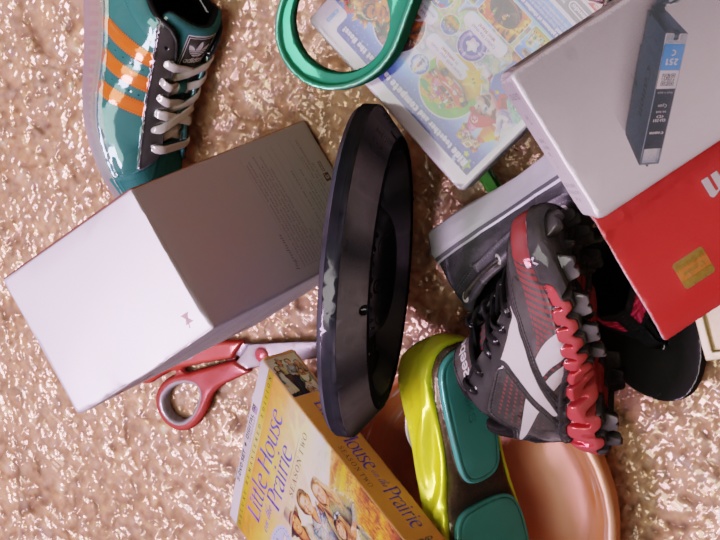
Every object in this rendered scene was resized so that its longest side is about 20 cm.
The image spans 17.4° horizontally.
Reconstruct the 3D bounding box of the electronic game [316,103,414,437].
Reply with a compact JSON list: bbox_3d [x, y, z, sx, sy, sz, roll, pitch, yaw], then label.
[{"bbox_3d":[0.000,0.000,1.417,0.041,0.200,0.201,5,108,10],"label":"electronic game"}]

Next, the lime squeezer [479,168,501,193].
[{"bbox_3d":[0.074,-0.115,1.430,0.070,0.038,0.201,14,109,30],"label":"lime squeezer"}]

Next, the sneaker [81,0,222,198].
[{"bbox_3d":[-0.131,-0.134,1.527,0.080,0.071,0.201,5,106,34],"label":"sneaker"}]

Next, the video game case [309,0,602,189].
[{"bbox_3d":[0.083,-0.167,1.392,0.200,0.018,0.143,-45,80,18],"label":"video game case"}]

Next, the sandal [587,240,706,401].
[{"bbox_3d":[0.150,-0.013,1.411,0.075,0.045,0.201,-14,97,33],"label":"sandal"}]

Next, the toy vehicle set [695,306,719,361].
[{"bbox_3d":[0.235,-0.054,1.358,0.124,0.026,0.201,-10,100,33],"label":"toy vehicle set"}]

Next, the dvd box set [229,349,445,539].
[{"bbox_3d":[-0.015,0.169,1.512,0.200,0.029,0.147,50,140,37],"label":"dvd box set"}]

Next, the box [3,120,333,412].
[{"bbox_3d":[-0.103,-0.005,1.472,0.124,0.200,0.098,-32,88,33],"label":"box"}]

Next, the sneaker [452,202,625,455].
[{"bbox_3d":[0.097,0.038,1.365,0.097,0.071,0.201,-1,141,12],"label":"sneaker"}]

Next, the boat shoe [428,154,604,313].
[{"bbox_3d":[0.122,-0.036,1.375,0.200,0.068,0.057,-32,76,42],"label":"boat shoe"}]

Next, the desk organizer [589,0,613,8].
[{"bbox_3d":[0.135,-0.253,1.311,0.077,0.072,0.201,17,105,20],"label":"desk organizer"}]

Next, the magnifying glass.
[{"bbox_3d":[0.028,-0.186,1.389,0.200,0.022,0.080,-43,80,17],"label":"magnifying glass"}]

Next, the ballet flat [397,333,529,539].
[{"bbox_3d":[0.060,0.136,1.464,0.067,0.067,0.201,0,103,52],"label":"ballet flat"}]

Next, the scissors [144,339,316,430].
[{"bbox_3d":[-0.078,0.052,1.585,0.199,0.014,0.074,-24,90,35],"label":"scissors"}]

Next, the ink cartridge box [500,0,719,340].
[{"bbox_3d":[0.205,-0.086,1.280,0.199,0.045,0.177,-33,96,-2],"label":"ink cartridge box"}]

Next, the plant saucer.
[{"bbox_3d":[0.078,0.147,1.508,0.199,0.037,0.201,9,109,28],"label":"plant saucer"}]
